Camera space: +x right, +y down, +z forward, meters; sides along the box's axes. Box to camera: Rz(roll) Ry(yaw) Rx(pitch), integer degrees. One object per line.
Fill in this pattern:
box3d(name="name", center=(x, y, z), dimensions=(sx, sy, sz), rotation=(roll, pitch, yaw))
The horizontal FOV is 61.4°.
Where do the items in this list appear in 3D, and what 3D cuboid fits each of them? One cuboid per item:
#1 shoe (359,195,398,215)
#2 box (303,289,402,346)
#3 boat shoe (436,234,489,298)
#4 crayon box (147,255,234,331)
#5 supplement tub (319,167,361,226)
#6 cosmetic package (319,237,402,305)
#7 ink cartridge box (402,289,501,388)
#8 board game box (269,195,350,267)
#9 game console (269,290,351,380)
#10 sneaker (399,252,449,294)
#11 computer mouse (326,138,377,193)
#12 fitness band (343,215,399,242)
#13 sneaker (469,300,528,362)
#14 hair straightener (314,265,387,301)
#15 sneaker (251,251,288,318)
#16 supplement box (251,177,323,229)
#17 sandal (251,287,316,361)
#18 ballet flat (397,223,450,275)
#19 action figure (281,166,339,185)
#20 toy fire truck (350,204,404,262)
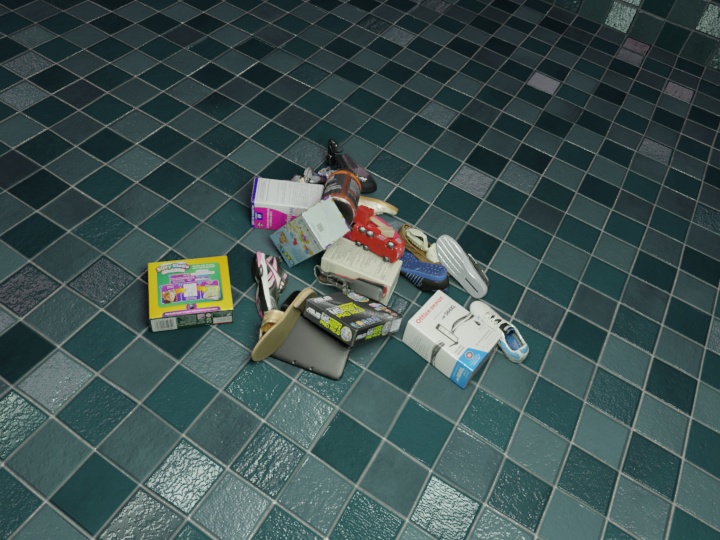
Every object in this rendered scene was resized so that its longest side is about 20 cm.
box3d(name="shoe", center=(0.015, -0.193, 1.797), dimensions=(0.196, 0.055, 0.070), rotation=(18, 5, 2))
box3d(name="box", center=(-0.015, 0.108, 1.455), dimensions=(0.159, 0.045, 0.198), rotation=(30, 23, 31))
box3d(name="boat shoe", center=(0.279, -0.015, 1.660), dimensions=(0.202, 0.072, 0.071), rotation=(54, 36, -3))
box3d(name="crayon box", center=(-0.420, 0.054, 1.499), dimensions=(0.195, 0.059, 0.175), rotation=(-5, 50, -15))
box3d(name="supplement tub", center=(-0.053, -0.205, 1.668), dimensions=(0.104, 0.109, 0.202), rotation=(11, 37, 0))
box3d(name="cosmetic package", center=(0.000, 0.000, 1.601), dimensions=(0.196, 0.088, 0.104), rotation=(22, 46, 10))
box3d(name="ink cartridge box", center=(0.223, 0.167, 1.503), dimensions=(0.199, 0.085, 0.146), rotation=(36, 53, 19))
box3d(name="board game box", center=(-0.133, -0.098, 1.570), dimensions=(0.103, 0.199, 0.106), rotation=(-38, 99, -34))
box3d(name="game console", center=(-0.108, 0.154, 1.498), dimensions=(0.196, 0.119, 0.176), rotation=(19, 19, 5))
box3d(name="sneaker", center=(0.152, 0.012, 1.639), dimensions=(0.198, 0.079, 0.070), rotation=(22, 48, 38))
box3d(name="computer mouse", center=(-0.037, -0.296, 1.840), dimensions=(0.199, 0.139, 0.053), rotation=(41, 72, 7))
box3d(name="fitness band", center=(0.026, -0.097, 1.701), dimensions=(0.141, 0.038, 0.200), rotation=(-15, 43, -30))
box3d(name="sneaker", center=(0.357, 0.145, 1.555), dimensions=(0.071, 0.073, 0.201), rotation=(-25, 57, -26))
box3d(name="hair straightener", center=(-0.033, 0.030, 1.522), dimensions=(0.196, 0.042, 0.077), rotation=(22, 20, 14))
box3d(name="sneaker", center=(-0.220, 0.034, 1.543), dimensions=(0.084, 0.081, 0.203), rotation=(2, 54, -22))
box3d(name="supplement box", center=(-0.205, -0.182, 1.709), dimensions=(0.195, 0.102, 0.105), rotation=(4, 49, -6))
box3d(name="sandal", center=(-0.196, 0.114, 1.429), dimensions=(0.069, 0.078, 0.212), rotation=(36, 76, 29))
box3d(name="ballet flat", center=(0.181, -0.064, 1.699), dimensions=(0.067, 0.073, 0.200), rotation=(-31, 62, -31))
box3d(name="action figure", center=(-0.155, -0.267, 1.794), dimensions=(0.197, 0.071, 0.129), rotation=(-14, 8, -35))
box3d(name="toy fire truck", center=(0.046, -0.100, 1.629), dimensions=(0.197, 0.050, 0.140), rotation=(29, 33, 21))
